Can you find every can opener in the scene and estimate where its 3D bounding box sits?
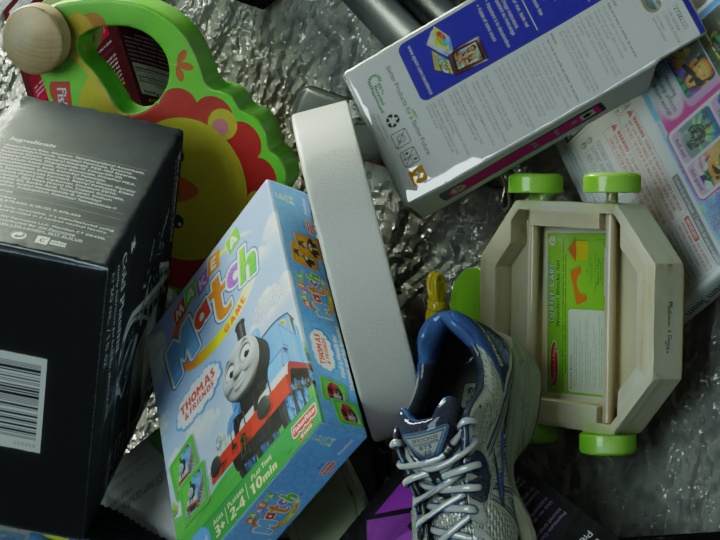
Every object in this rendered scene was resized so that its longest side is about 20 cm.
[{"bbox_3d":[0.045,-0.135,1.367,0.200,0.052,0.067,53,161,44],"label":"can opener"}]

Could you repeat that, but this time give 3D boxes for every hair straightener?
[{"bbox_3d":[0.021,-0.076,1.366,0.199,0.077,0.041,29,97,44],"label":"hair straightener"}]

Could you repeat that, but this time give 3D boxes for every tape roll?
[{"bbox_3d":[0.000,0.000,1.300,0.037,0.203,0.204,-15,65,0],"label":"tape roll"}]

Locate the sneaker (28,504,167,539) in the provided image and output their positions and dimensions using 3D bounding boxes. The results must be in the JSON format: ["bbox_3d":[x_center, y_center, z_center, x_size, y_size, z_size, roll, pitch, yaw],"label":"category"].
[{"bbox_3d":[-0.140,0.208,1.360,0.199,0.066,0.079,20,107,47],"label":"sneaker"}]

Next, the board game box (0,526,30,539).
[{"bbox_3d":[-0.266,0.166,1.514,0.041,0.199,0.201,-30,60,38],"label":"board game box"}]

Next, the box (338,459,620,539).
[{"bbox_3d":[0.069,0.181,1.205,0.143,0.036,0.200,-50,46,-5],"label":"box"}]

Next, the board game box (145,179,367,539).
[{"bbox_3d":[-0.067,0.068,1.310,0.152,0.036,0.201,-51,35,31],"label":"board game box"}]

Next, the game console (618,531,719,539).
[{"bbox_3d":[0.181,0.245,1.180,0.199,0.116,0.177,-11,104,44],"label":"game console"}]

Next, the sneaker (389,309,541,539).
[{"bbox_3d":[0.047,0.111,1.185,0.077,0.085,0.201,-15,53,25],"label":"sneaker"}]

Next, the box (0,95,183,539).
[{"bbox_3d":[-0.198,0.027,1.392,0.197,0.123,0.202,-74,-6,-60],"label":"box"}]

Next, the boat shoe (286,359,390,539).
[{"bbox_3d":[-0.017,0.116,1.368,0.074,0.066,0.200,-33,43,11],"label":"boat shoe"}]

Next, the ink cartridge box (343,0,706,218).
[{"bbox_3d":[0.095,-0.120,1.265,0.199,0.037,0.095,-30,68,14],"label":"ink cartridge box"}]

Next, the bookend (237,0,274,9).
[{"bbox_3d":[-0.054,-0.321,1.483,0.198,0.092,0.201,-35,58,35],"label":"bookend"}]

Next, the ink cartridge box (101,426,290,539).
[{"bbox_3d":[-0.083,0.197,1.405,0.146,0.084,0.201,-39,55,32],"label":"ink cartridge box"}]

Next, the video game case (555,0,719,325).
[{"bbox_3d":[0.191,-0.094,1.240,0.182,0.024,0.201,-43,53,30],"label":"video game case"}]

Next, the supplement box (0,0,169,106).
[{"bbox_3d":[-0.189,-0.145,1.602,0.109,0.061,0.201,-39,56,32],"label":"supplement box"}]

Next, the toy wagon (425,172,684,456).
[{"bbox_3d":[0.109,0.022,1.267,0.199,0.039,0.157,4,93,56],"label":"toy wagon"}]

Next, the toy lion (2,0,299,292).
[{"bbox_3d":[-0.135,-0.085,1.477,0.190,0.069,0.202,1,106,20],"label":"toy lion"}]
